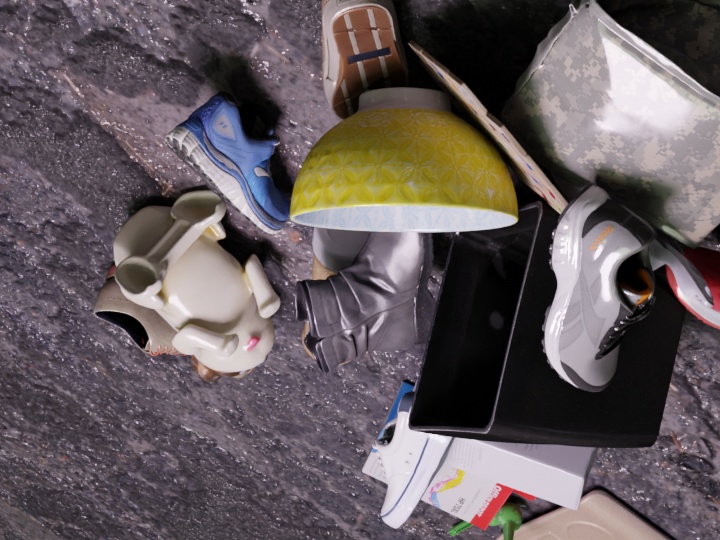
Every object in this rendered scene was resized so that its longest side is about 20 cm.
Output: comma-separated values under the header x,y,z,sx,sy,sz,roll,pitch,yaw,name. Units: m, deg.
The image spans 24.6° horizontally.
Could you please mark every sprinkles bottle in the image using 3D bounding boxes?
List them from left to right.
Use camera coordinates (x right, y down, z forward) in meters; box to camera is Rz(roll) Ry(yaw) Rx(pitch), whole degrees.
x,y,z,sx,sy,sz,roll,pitch,yaw,name
-0.020,0.017,1.675,0.068,0.069,0.201,20,145,8,sprinkles bottle

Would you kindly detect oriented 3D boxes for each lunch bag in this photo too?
x,y,z,sx,sy,sz,roll,pitch,yaw,name
0.225,-0.135,1.278,0.198,0.118,0.164,26,143,-8,lunch bag

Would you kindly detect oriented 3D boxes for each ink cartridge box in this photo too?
x,y,z,sx,sy,sz,roll,pitch,yaw,name
0.113,0.217,1.847,0.198,0.068,0.117,25,145,2,ink cartridge box

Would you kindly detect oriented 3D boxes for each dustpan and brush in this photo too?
x,y,z,sx,sy,sz,roll,pitch,yaw,name
0.233,-0.028,1.357,0.057,0.201,0.139,-41,132,22,dustpan and brush

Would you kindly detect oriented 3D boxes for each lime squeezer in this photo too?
x,y,z,sx,sy,sz,roll,pitch,yaw,name
0.158,0.301,1.935,0.037,0.072,0.200,15,180,-18,lime squeezer

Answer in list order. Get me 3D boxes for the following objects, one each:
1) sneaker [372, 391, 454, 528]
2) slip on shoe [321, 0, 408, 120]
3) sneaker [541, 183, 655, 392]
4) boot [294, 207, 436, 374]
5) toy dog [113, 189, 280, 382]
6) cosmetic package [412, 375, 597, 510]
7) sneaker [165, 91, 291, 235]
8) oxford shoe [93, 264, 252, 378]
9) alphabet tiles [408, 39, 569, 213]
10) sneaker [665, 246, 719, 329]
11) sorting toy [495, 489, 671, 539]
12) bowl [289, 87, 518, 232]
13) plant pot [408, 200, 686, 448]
x,y,z,sx,sy,sz,roll,pitch,yaw,name
0.048,0.187,1.684,0.070,0.073,0.201,31,137,9,sneaker
-0.002,-0.196,1.403,0.075,0.061,0.200,-12,157,1,slip on shoe
0.195,0.028,1.319,0.079,0.074,0.202,30,143,31,sneaker
0.000,0.000,1.548,0.130,0.070,0.202,-14,114,-13,boot
-0.169,0.033,1.737,0.193,0.140,0.201,5,142,48,toy dog
0.150,0.161,1.723,0.198,0.102,0.072,19,146,12,cosmetic package
-0.104,-0.103,1.563,0.078,0.089,0.200,39,175,28,sneaker
-0.213,0.076,1.868,0.199,0.075,0.071,31,144,-7,oxford shoe
0.109,-0.113,1.362,0.167,0.006,0.200,47,-177,-27,alphabet tiles
0.366,0.005,1.409,0.198,0.079,0.116,19,139,-23,sneaker
0.279,0.333,1.924,0.184,0.037,0.200,36,140,-13,sorting toy
0.037,-0.096,1.412,0.197,0.109,0.200,0,175,0,bowl
0.176,0.071,1.486,0.176,0.202,0.199,18,170,-16,plant pot
